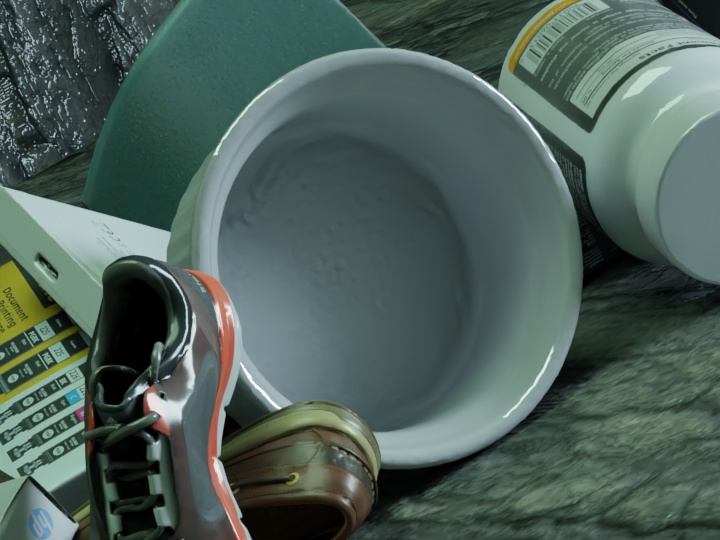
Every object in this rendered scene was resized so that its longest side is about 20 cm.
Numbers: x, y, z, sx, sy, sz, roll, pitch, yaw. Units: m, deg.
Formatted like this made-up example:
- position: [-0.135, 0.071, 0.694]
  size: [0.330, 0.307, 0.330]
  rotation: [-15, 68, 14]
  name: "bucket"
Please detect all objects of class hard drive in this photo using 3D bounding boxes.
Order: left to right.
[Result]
- position: [-0.093, 0.014, 1.394]
  size: [0.132, 0.199, 0.026]
  rotation: [42, 107, 40]
  name: "hard drive"

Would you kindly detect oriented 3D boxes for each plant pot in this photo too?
- position: [-0.061, -0.063, 1.636]
  size: [0.200, 0.196, 0.196]
  rotation: [-45, -10, -4]
  name: "plant pot"

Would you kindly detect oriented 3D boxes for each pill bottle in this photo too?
- position: [0.155, -0.070, 1.347]
  size: [0.116, 0.117, 0.200]
  rotation: [-28, 27, -7]
  name: "pill bottle"

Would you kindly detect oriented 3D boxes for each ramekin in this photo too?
- position: [0.000, 0.000, 1.275]
  size: [0.200, 0.201, 0.098]
  rotation: [-32, 3, -22]
  name: "ramekin"

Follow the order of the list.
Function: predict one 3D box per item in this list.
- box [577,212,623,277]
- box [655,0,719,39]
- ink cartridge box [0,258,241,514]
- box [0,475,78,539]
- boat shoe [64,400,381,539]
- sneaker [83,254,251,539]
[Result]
- position: [0.101, -0.026, 1.537]
  size: [0.199, 0.048, 0.193]
  rotation: [-32, 14, -26]
  name: "box"
- position: [0.222, -0.178, 1.518]
  size: [0.122, 0.106, 0.201]
  rotation: [-30, -30, -18]
  name: "box"
- position: [-0.151, 0.076, 1.353]
  size: [0.175, 0.084, 0.200]
  rotation: [-31, 37, -9]
  name: "ink cartridge box"
- position: [-0.225, 0.192, 1.157]
  size: [0.155, 0.041, 0.201]
  rotation: [-19, 35, 39]
  name: "box"
- position: [-0.080, 0.131, 1.173]
  size: [0.199, 0.072, 0.068]
  rotation: [-31, 24, 16]
  name: "boat shoe"
- position: [-0.096, 0.087, 1.115]
  size: [0.077, 0.202, 0.082]
  rotation: [-13, -23, 19]
  name: "sneaker"
